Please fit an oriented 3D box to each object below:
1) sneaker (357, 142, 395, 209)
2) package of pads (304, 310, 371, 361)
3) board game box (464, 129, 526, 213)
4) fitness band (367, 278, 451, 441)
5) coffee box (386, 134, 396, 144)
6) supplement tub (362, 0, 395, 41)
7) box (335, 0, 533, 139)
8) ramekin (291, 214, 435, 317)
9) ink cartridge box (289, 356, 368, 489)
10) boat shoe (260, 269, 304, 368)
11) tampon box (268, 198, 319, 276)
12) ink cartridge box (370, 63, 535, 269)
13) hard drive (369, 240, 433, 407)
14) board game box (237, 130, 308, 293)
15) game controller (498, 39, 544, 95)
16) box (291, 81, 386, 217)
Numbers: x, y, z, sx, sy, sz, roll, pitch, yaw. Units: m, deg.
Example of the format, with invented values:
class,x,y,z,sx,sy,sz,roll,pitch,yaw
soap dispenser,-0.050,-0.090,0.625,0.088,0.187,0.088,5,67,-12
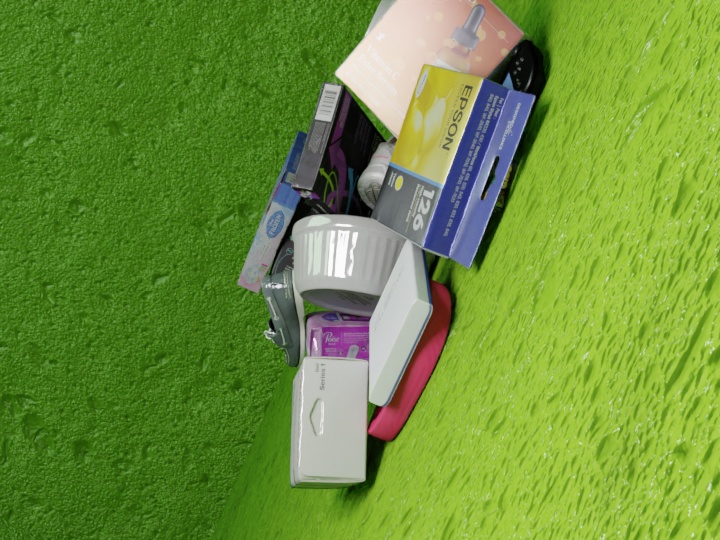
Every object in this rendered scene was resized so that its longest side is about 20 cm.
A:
class,x,y,z,sx,sy,sz,roll,pitch,yaw
sneaker,0.062,-0.098,1.487,0.201,0.077,0.100,66,-145,-50
package of pads,-0.019,0.102,1.526,0.200,0.118,0.077,-146,55,-84
board game box,0.113,-0.102,1.257,0.199,0.023,0.106,-15,55,59
fitness band,0.057,0.106,1.251,0.144,0.037,0.202,-83,15,-61
coffee box,0.044,-0.136,1.611,0.200,0.080,0.113,-45,14,-29
supplement tub,0.101,-0.286,1.486,0.145,0.198,0.147,-155,90,-90
box,0.094,-0.269,1.350,0.200,0.152,0.106,-48,-6,16
ramekin,0.000,0.000,1.454,0.202,0.199,0.096,132,148,-74
ink cartridge box,-0.042,0.195,1.336,0.200,0.083,0.149,121,151,-75
boat shoe,-0.113,0.073,1.569,0.202,0.061,0.074,92,172,-50
tampon box,-0.046,-0.056,1.749,0.126,0.148,0.203,160,133,-81
ink cartridge box,0.096,-0.124,1.214,0.200,0.046,0.200,33,105,63
hard drive,0.044,0.055,1.251,0.200,0.025,0.133,-89,22,-69
board game box,-0.132,-0.098,1.741,0.201,0.043,0.201,-80,13,-60
game controller,0.165,-0.174,1.283,0.105,0.042,0.202,-76,9,-58
box,-0.021,-0.139,1.416,0.200,0.036,0.145,41,-117,-66
